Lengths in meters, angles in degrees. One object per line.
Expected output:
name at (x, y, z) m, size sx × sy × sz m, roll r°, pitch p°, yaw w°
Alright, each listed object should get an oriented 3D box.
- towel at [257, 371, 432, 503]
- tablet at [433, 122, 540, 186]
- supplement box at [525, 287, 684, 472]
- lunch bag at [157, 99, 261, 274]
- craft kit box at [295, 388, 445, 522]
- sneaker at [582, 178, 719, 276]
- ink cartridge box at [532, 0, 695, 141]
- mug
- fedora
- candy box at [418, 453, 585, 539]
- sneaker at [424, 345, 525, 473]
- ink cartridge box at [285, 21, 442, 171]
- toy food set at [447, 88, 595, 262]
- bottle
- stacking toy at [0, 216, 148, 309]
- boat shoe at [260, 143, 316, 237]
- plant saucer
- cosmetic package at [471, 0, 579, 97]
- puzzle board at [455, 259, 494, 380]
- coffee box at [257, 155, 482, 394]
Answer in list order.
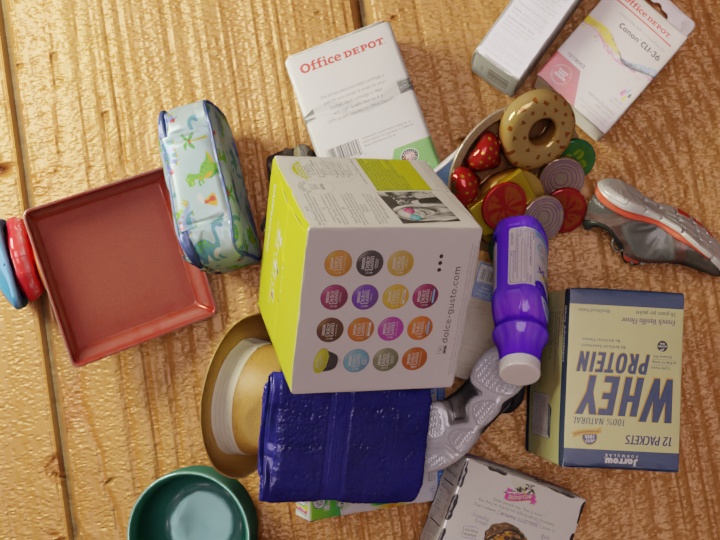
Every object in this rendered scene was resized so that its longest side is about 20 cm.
towel at (-0.020, 0.192, 1.299) m, size 0.197 × 0.049 × 0.150 m, roll 5°, pitch 97°, yaw -17°
tablet at (0.138, -0.093, 1.413) m, size 0.199 × 0.014 × 0.130 m, roll -41°, pitch 121°, yaw -3°
supplement box at (0.282, 0.126, 1.336) m, size 0.132 × 0.200 × 0.203 m, roll 3°, pitch 87°, yaw -4°
lunch bag at (-0.185, -0.098, 1.404) m, size 0.081 × 0.161 × 0.203 m, roll -14°, pitch 84°, yaw 7°
craft kit box at (0.013, 0.189, 1.373) m, size 0.195 × 0.048 × 0.203 m, roll -2°, pitch 92°, yaw -33°
sneaker at (0.369, -0.039, 1.426) m, size 0.198 × 0.077 × 0.082 m, roll 31°, pitch 118°, yaw 1°
ink cartridge box at (0.327, -0.280, 1.432) m, size 0.116 × 0.067 × 0.200 m, roll 41°, pitch 89°, yaw 5°
mug at (-0.193, 0.333, 1.397) m, size 0.151 × 0.114 × 0.186 m, roll -33°, pitch 86°, yaw 0°
fedora at (-0.113, 0.155, 1.364) m, size 0.081 × 0.200 × 0.204 m, roll 6°, pitch 86°, yaw 31°
candy box at (0.160, 0.341, 1.380) m, size 0.166 × 0.071 × 0.203 m, roll 21°, pitch 87°, yaw -12°
sneaker at (0.136, 0.172, 1.375) m, size 0.200 × 0.114 × 0.076 m, roll -45°, pitch 71°, yaw 9°
ink cartridge box at (0.004, -0.191, 1.435) m, size 0.144 × 0.084 × 0.203 m, roll -19°, pitch 85°, yaw 1°
toy food set at (0.200, -0.109, 1.396) m, size 0.199 × 0.049 × 0.199 m, roll -38°, pitch 121°, yaw -5°
bottle at (0.186, 0.035, 1.313) m, size 0.064 × 0.084 × 0.202 m, roll -7°, pitch 51°, yaw 17°
stacking toy at (-0.365, -0.031, 1.446) m, size 0.197 × 0.110 × 0.118 m, roll -16°, pitch 95°, yaw -9°
boat shoe at (-0.086, -0.058, 1.446) m, size 0.072 × 0.074 × 0.203 m, roll -5°, pitch 80°, yaw 15°
plant saucer at (-0.300, -0.008, 1.416) m, size 0.197 × 0.037 × 0.203 m, roll -21°, pitch 102°, yaw -24°
cosmetic package at (0.225, -0.326, 1.425) m, size 0.074 × 0.102 × 0.201 m, roll 34°, pitch 88°, yaw 3°
puzzle board at (0.119, 0.056, 1.448) m, size 0.197 × 0.017 × 0.153 m, roll 16°, pitch 86°, yaw 3°
coffee box at (0.000, 0.000, 1.281) m, size 0.195 × 0.200 × 0.202 m, roll 0°, pitch 117°, yaw -17°
